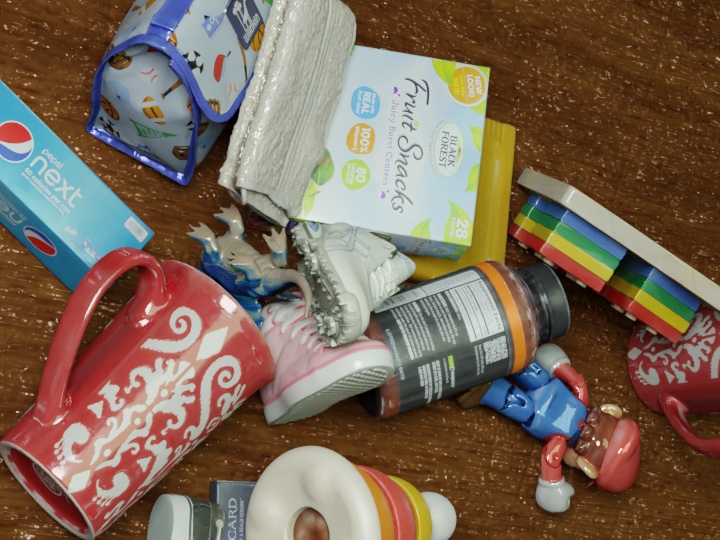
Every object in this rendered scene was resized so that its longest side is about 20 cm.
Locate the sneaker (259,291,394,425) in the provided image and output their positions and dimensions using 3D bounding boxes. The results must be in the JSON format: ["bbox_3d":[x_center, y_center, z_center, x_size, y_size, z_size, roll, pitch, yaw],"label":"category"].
[{"bbox_3d":[-0.040,0.061,1.321,0.075,0.200,0.106,-6,78,-25],"label":"sneaker"}]

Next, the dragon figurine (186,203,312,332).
[{"bbox_3d":[-0.088,0.013,1.297,0.059,0.199,0.100,-37,135,-30],"label":"dragon figurine"}]

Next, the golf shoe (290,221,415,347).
[{"bbox_3d":[0.000,0.000,1.282,0.096,0.200,0.079,-6,110,-6],"label":"golf shoe"}]

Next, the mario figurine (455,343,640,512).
[{"bbox_3d":[0.182,0.150,1.527,0.199,0.106,0.124,37,100,-10],"label":"mario figurine"}]

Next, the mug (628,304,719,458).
[{"bbox_3d":[0.352,0.089,1.546,0.177,0.199,0.134,-30,98,-31],"label":"mug"}]

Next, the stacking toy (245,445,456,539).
[{"bbox_3d":[0.011,0.222,1.363,0.199,0.145,0.148,4,78,-51],"label":"stacking toy"}]

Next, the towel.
[{"bbox_3d":[-0.056,-0.142,1.302,0.132,0.034,0.202,30,75,-70],"label":"towel"}]

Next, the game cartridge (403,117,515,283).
[{"bbox_3d":[0.057,-0.078,1.501,0.198,0.032,0.178,13,74,-28],"label":"game cartridge"}]

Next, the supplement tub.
[{"bbox_3d":[0.087,0.056,1.423,0.198,0.107,0.108,-17,90,-16],"label":"supplement tub"}]

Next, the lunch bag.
[{"bbox_3d":[-0.134,-0.192,1.290,0.123,0.200,0.171,26,64,0],"label":"lunch bag"}]

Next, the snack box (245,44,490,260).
[{"bbox_3d":[0.007,-0.110,1.413,0.198,0.068,0.171,8,77,-8],"label":"snack box"}]

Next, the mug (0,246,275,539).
[{"bbox_3d":[-0.195,0.091,1.260,0.200,0.133,0.178,-46,106,-25],"label":"mug"}]

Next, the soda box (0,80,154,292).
[{"bbox_3d":[-0.266,-0.071,1.276,0.200,0.068,0.064,47,60,-16],"label":"soda box"}]

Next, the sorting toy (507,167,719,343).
[{"bbox_3d":[0.238,-0.007,1.504,0.198,0.200,0.070,33,93,-10],"label":"sorting toy"}]

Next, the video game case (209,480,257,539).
[{"bbox_3d":[-0.042,0.260,1.385,0.198,0.019,0.145,7,77,-30],"label":"video game case"}]

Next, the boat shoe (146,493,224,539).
[{"bbox_3d":[-0.143,0.285,1.286,0.063,0.071,0.202,14,72,-28],"label":"boat shoe"}]
